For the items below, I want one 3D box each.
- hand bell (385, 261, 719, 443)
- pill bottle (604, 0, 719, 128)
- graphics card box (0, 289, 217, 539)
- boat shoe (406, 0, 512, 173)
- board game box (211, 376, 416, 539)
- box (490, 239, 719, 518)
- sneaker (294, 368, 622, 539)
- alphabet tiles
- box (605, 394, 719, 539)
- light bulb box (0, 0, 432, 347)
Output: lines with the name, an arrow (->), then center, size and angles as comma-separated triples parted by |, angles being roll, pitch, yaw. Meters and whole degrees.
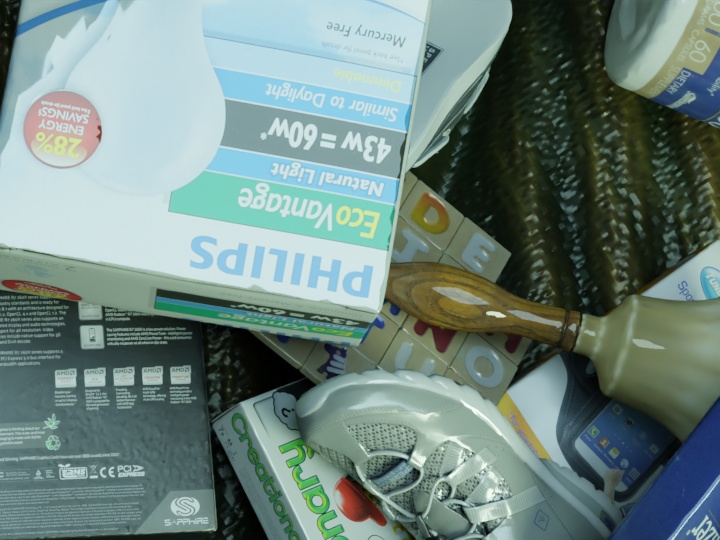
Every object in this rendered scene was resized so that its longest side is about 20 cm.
hand bell -> 0.102, 0.030, 1.571 | 0.199, 0.104, 0.105 | 16, 73, -2
pill bottle -> 0.245, -0.119, 1.665 | 0.199, 0.111, 0.111 | 21, 73, -12
graphics card box -> -0.143, 0.041, 1.536 | 0.125, 0.051, 0.201 | -2, 78, -19
boat shoe -> 0.010, -0.077, 1.588 | 0.072, 0.068, 0.200 | 29, 55, 15
board game box -> 0.020, 0.143, 1.545 | 0.126, 0.035, 0.201 | -20, 79, -41
box -> 0.166, 0.074, 1.636 | 0.200, 0.041, 0.119 | -34, 90, -19
sneaker -> 0.052, 0.117, 1.507 | 0.200, 0.075, 0.082 | 30, 49, -22
alphabet tiles -> 0.000, 0.000, 1.577 | 0.200, 0.008, 0.167 | 39, 44, -6
box -> 0.155, 0.146, 1.513 | 0.032, 0.121, 0.200 | 37, 84, 26
light bulb box -> -0.074, -0.081, 1.455 | 0.197, 0.125, 0.201 | 9, 81, -3
